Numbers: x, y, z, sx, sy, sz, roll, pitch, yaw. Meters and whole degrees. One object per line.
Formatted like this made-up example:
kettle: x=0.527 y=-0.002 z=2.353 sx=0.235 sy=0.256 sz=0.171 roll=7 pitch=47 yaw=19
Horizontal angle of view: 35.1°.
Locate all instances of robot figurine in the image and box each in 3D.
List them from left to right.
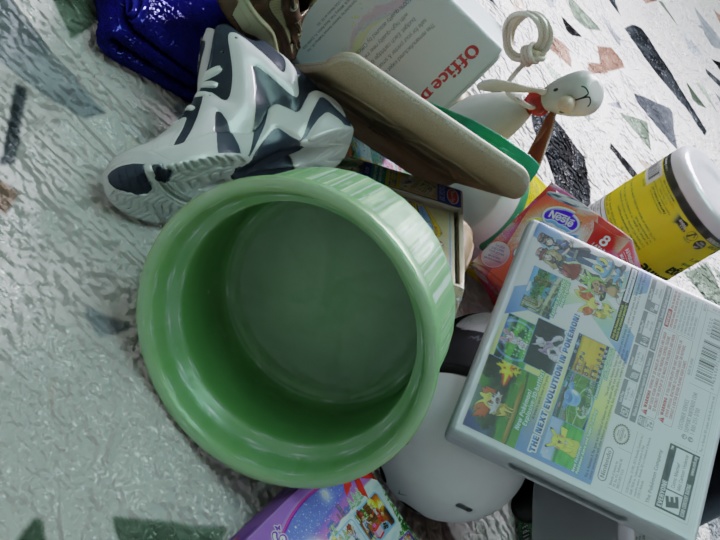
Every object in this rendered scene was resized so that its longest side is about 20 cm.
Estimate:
robot figurine: x=0.086 y=0.110 z=0.886 sx=0.200 sy=0.149 sz=0.125 roll=-44 pitch=140 yaw=-58

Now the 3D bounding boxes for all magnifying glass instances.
magnifying glass: x=0.069 y=-0.131 z=0.983 sx=0.200 sy=0.022 sz=0.080 roll=32 pitch=1 yaw=27

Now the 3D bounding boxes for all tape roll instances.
tape roll: x=0.194 y=0.190 z=0.886 sx=0.200 sy=0.066 sz=0.202 roll=7 pitch=82 yaw=-63

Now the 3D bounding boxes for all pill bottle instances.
pill bottle: x=0.154 y=-0.027 z=1.096 sx=0.200 sy=0.112 sz=0.113 roll=38 pitch=36 yaw=-39
pill bottle: x=0.297 y=-0.036 z=1.220 sx=0.112 sy=0.200 sz=0.113 roll=32 pitch=39 yaw=-31

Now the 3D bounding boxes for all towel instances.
towel: x=-0.151 y=-0.233 z=0.946 sx=0.147 sy=0.049 sz=0.201 roll=25 pitch=43 yaw=-38

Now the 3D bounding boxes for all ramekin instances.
ramekin: x=-0.034 y=0.029 z=0.736 sx=0.200 sy=0.200 sz=0.098 roll=54 pitch=24 yaw=-2

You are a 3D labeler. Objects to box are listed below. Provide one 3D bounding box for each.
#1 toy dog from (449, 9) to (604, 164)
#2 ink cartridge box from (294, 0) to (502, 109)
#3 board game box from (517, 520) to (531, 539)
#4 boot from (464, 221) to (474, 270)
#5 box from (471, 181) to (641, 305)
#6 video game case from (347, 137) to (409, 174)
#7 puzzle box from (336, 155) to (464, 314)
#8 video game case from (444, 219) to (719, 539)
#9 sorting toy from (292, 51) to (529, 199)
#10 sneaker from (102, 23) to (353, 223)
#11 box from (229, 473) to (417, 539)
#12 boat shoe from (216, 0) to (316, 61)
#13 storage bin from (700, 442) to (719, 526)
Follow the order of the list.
toy dog: x=0.129 y=-0.146 z=1.112 sx=0.132 sy=0.200 sz=0.096 roll=49 pitch=45 yaw=0
ink cartridge box: x=0.014 y=-0.232 z=1.057 sx=0.200 sy=0.146 sz=0.083 roll=41 pitch=24 yaw=-15
board game box: x=0.176 y=0.214 z=1.004 sx=0.105 sy=0.023 sz=0.201 roll=33 pitch=38 yaw=-28
boot: x=0.000 y=0.000 z=0.903 sx=0.174 sy=0.066 sz=0.200 roll=16 pitch=25 yaw=0
box: x=0.186 y=0.029 z=0.988 sx=0.095 sy=0.103 sz=0.200 roll=41 pitch=-7 yaw=35
video game case: x=-0.020 y=-0.098 z=1.028 sx=0.200 sy=0.018 sz=0.144 roll=32 pitch=39 yaw=-33
puzzle box: x=0.015 y=-0.036 z=0.877 sx=0.132 sy=0.026 sz=0.200 roll=17 pitch=24 yaw=-4
video game case: x=0.175 y=0.076 z=0.820 sx=0.182 sy=0.022 sz=0.201 roll=25 pitch=56 yaw=2
sorting toy: x=0.034 y=-0.122 z=0.934 sx=0.185 sy=0.037 sz=0.200 roll=32 pitch=-3 yaw=-15
sneaker: x=-0.115 y=-0.117 z=0.844 sx=0.198 sy=0.080 sz=0.130 roll=-22 pitch=64 yaw=-25
box: x=-0.025 y=0.212 z=0.723 sx=0.137 sy=0.039 sz=0.200 roll=56 pitch=32 yaw=0
boat shoe: x=-0.064 y=-0.214 z=0.922 sx=0.075 sy=0.075 sz=0.202 roll=65 pitch=5 yaw=2
storage bin: x=0.311 y=0.138 z=1.155 sx=0.200 sy=0.145 sz=0.134 roll=55 pitch=22 yaw=-1
